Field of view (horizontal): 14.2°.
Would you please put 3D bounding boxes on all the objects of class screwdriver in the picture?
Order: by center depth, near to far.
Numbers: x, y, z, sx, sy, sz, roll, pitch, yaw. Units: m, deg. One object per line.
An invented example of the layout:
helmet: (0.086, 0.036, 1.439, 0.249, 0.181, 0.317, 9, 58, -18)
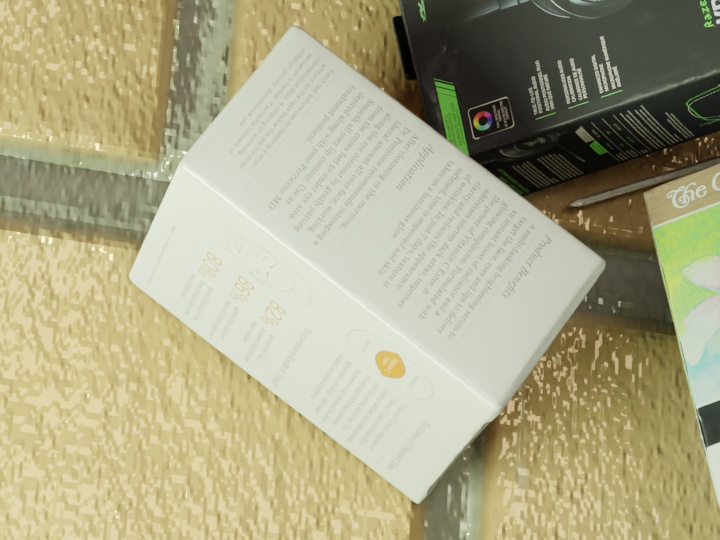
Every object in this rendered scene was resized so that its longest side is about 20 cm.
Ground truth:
screwdriver: (0.208, -0.061, 1.634, 0.199, 0.028, 0.029, -20, 46, -23)

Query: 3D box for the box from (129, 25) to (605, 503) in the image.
box: (0.000, 0.000, 1.484, 0.200, 0.152, 0.107, 37, 63, 2)

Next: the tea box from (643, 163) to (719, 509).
tea box: (0.272, 0.034, 1.457, 0.199, 0.134, 0.198, -21, 62, 17)

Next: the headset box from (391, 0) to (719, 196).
headset box: (0.115, -0.149, 1.565, 0.199, 0.093, 0.175, -17, 71, 18)
